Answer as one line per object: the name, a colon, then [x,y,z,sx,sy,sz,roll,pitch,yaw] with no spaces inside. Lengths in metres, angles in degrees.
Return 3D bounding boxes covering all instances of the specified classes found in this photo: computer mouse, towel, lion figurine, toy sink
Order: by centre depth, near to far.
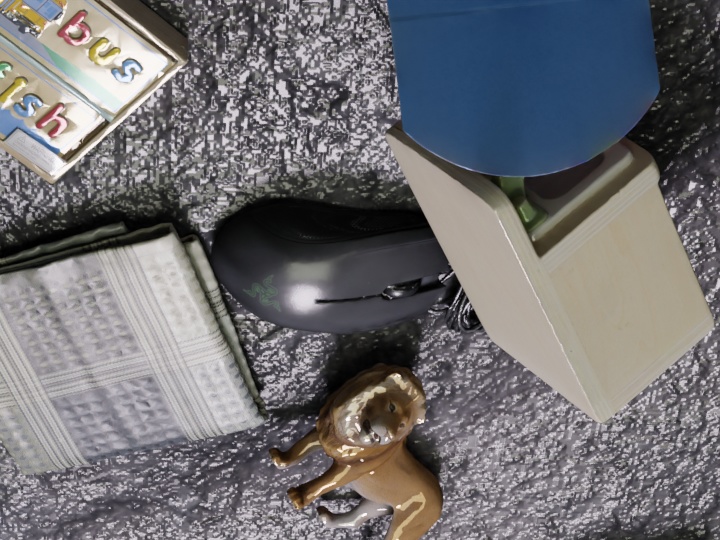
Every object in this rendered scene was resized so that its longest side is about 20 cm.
toy sink: [0.122,-0.029,1.419,0.112,0.130,0.201,-39,129,-11]
computer mouse: [0.000,0.000,1.504,0.198,0.053,0.139,-1,131,-4]
towel: [-0.181,0.052,1.556,0.191,0.035,0.201,-12,132,10]
lion figurine: [0.015,0.146,1.628,0.122,0.073,0.200,-30,141,4]

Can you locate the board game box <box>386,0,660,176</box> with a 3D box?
board game box: [0.091,-0.155,1.342,0.157,0.039,0.202,-7,89,-8]

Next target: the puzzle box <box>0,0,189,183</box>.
puzzle box: [-0.219,-0.151,1.380,0.200,0.026,0.133,36,119,-29]
